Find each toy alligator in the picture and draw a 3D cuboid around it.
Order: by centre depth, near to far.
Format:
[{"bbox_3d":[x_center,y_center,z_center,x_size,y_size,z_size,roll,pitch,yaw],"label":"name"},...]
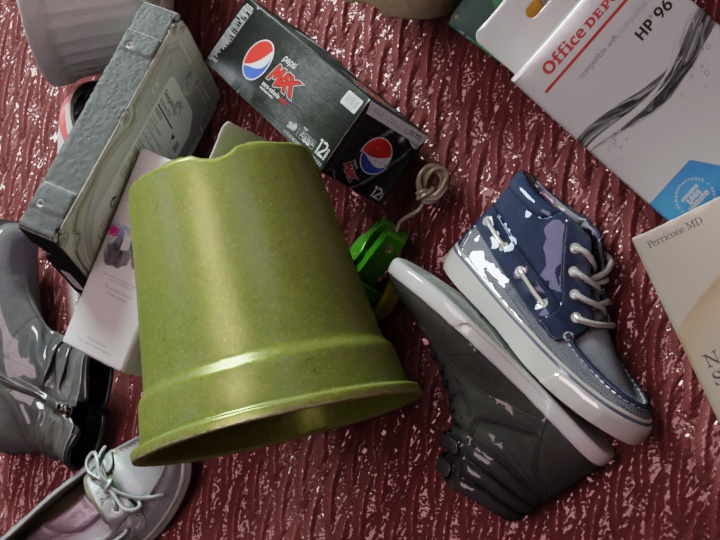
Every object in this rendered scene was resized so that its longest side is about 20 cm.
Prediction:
[{"bbox_3d":[0.000,0.000,1.189,0.200,0.059,0.054,-55,18,9],"label":"toy alligator"}]

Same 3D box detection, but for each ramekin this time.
[{"bbox_3d":[-0.211,-0.252,1.286,0.097,0.201,0.201,-6,74,2],"label":"ramekin"}]

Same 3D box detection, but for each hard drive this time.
[{"bbox_3d":[-0.179,-0.087,1.234,0.038,0.140,0.201,21,73,16],"label":"hard drive"}]

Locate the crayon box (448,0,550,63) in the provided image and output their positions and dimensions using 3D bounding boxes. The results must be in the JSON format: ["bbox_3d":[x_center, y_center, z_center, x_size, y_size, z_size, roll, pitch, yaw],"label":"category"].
[{"bbox_3d":[0.169,-0.219,1.132,0.119,0.058,0.200,41,100,31],"label":"crayon box"}]

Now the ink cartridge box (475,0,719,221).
[{"bbox_3d":[0.180,-0.129,1.050,0.200,0.068,0.116,41,102,2],"label":"ink cartridge box"}]

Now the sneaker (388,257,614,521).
[{"bbox_3d":[0.068,0.087,1.094,0.200,0.071,0.099,46,102,10],"label":"sneaker"}]

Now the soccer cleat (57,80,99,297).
[{"bbox_3d":[-0.215,-0.053,1.329,0.073,0.068,0.201,-17,80,63],"label":"soccer cleat"}]

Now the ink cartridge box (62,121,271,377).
[{"bbox_3d":[-0.134,-0.017,1.233,0.068,0.115,0.201,23,91,32],"label":"ink cartridge box"}]

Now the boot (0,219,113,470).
[{"bbox_3d":[-0.254,0.058,1.315,0.131,0.070,0.201,1,91,36],"label":"boot"}]

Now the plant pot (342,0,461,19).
[{"bbox_3d":[0.039,-0.288,1.137,0.201,0.200,0.184,47,135,30],"label":"plant pot"}]

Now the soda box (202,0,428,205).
[{"bbox_3d":[-0.036,-0.129,1.199,0.063,0.071,0.200,-54,43,10],"label":"soda box"}]

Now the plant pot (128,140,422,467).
[{"bbox_3d":[-0.076,0.019,1.084,0.200,0.200,0.185,-19,79,26],"label":"plant pot"}]

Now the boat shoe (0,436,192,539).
[{"bbox_3d":[-0.216,0.193,1.263,0.202,0.065,0.075,-36,63,19],"label":"boat shoe"}]

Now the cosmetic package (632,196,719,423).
[{"bbox_3d":[0.257,0.046,0.975,0.103,0.073,0.201,-28,86,21],"label":"cosmetic package"}]

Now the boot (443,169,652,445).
[{"bbox_3d":[0.142,0.021,1.083,0.200,0.073,0.090,47,109,31],"label":"boot"}]
